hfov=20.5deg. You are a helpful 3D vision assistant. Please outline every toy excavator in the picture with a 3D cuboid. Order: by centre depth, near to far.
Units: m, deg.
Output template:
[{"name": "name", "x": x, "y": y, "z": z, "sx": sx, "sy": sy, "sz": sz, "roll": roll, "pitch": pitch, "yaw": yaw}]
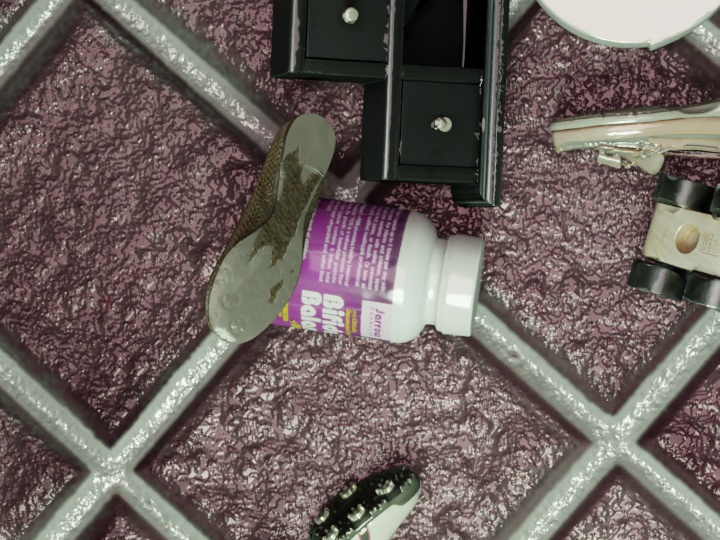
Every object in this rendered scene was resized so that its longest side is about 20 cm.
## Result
[{"name": "toy excavator", "x": 0.350, "y": -0.002, "z": 1.632, "sx": 0.194, "sy": 0.199, "sz": 0.100, "roll": 18, "pitch": 93, "yaw": 50}]

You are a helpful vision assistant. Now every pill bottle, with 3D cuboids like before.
[{"name": "pill bottle", "x": 0.000, "y": 0.000, "z": 1.658, "sx": 0.199, "sy": 0.112, "sz": 0.113, "roll": 8, "pitch": 90, "yaw": 7}]

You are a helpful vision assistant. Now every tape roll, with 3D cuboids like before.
[{"name": "tape roll", "x": 0.228, "y": -0.287, "z": 1.675, "sx": 0.202, "sy": 0.037, "sz": 0.204, "roll": 0, "pitch": 89, "yaw": 6}]

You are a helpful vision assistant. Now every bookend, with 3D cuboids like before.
[{"name": "bookend", "x": 0.013, "y": -0.157, "z": 1.636, "sx": 0.199, "sy": 0.092, "sz": 0.200, "roll": 3, "pitch": 91, "yaw": -15}]

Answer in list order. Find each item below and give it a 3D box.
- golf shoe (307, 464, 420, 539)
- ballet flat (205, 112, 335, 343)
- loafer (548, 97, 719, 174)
[{"name": "golf shoe", "x": -0.012, "y": 0.250, "z": 1.687, "sx": 0.088, "sy": 0.077, "sz": 0.200, "roll": 43, "pitch": 97, "yaw": -15}, {"name": "ballet flat", "x": -0.074, "y": -0.034, "z": 1.596, "sx": 0.067, "sy": 0.046, "sz": 0.201, "roll": 25, "pitch": 76, "yaw": -20}, {"name": "loafer", "x": 0.258, "y": -0.107, "z": 1.655, "sx": 0.199, "sy": 0.072, "sz": 0.063, "roll": -6, "pitch": 96, "yaw": 3}]
